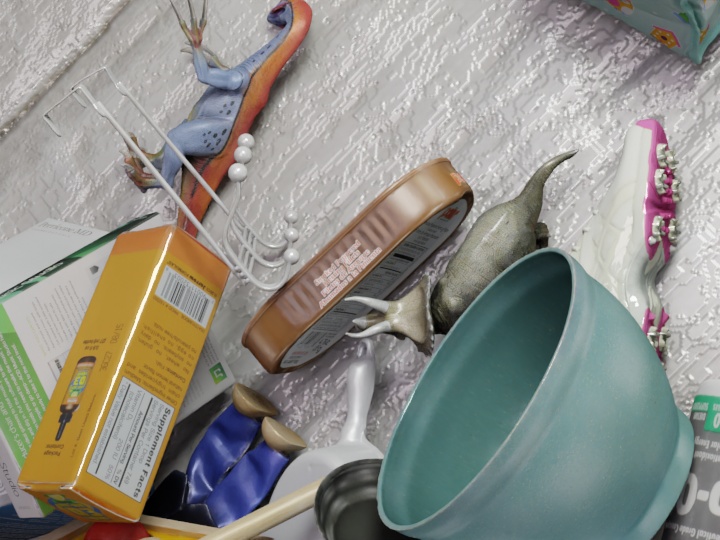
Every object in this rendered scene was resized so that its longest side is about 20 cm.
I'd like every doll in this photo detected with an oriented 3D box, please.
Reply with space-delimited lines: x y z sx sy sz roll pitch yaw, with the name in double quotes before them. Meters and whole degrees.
"doll" -0.130 0.180 1.183 0.200 0.048 0.136 -51 55 7

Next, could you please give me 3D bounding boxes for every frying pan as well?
"frying pan" 0.043 0.154 1.058 0.115 0.190 0.031 33 127 19

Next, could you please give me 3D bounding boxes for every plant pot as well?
"plant pot" 0.122 0.105 0.992 0.134 0.200 0.201 32 92 -14

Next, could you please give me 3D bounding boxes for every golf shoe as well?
"golf shoe" 0.169 -0.008 1.090 0.091 0.075 0.201 3 78 27

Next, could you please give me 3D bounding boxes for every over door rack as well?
"over door rack" -0.121 -0.079 1.131 0.200 0.148 0.067 39 99 -10

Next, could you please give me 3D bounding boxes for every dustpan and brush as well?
"dustpan and brush" -0.014 0.146 1.124 0.139 0.057 0.202 -10 76 48

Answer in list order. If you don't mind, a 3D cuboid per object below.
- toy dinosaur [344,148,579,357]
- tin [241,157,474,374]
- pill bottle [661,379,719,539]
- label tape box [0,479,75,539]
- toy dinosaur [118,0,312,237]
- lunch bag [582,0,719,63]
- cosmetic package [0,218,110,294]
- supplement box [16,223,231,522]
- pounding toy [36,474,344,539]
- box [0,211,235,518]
"toy dinosaur" 0.091 -0.001 1.103 0.200 0.102 0.077 -43 66 9
"tin" 0.000 0.000 1.137 0.200 0.112 0.042 -43 81 9
"pill bottle" 0.243 0.178 0.991 0.112 0.113 0.201 11 82 24
"label tape box" -0.301 0.175 1.202 0.199 0.144 0.064 -19 73 17
"toy dinosaur" -0.101 -0.129 1.250 0.181 0.105 0.201 -26 103 5
"lunch bag" 0.221 -0.275 1.105 0.170 0.122 0.200 35 84 28
"cosmetic package" -0.264 0.041 1.180 0.112 0.200 0.082 11 123 38
"supplement box" -0.160 0.071 1.092 0.066 0.069 0.201 -6 54 44
"pounding toy" -0.135 0.219 1.057 0.199 0.184 0.143 4 104 30
"box" -0.192 0.064 1.134 0.036 0.200 0.145 -12 106 45
